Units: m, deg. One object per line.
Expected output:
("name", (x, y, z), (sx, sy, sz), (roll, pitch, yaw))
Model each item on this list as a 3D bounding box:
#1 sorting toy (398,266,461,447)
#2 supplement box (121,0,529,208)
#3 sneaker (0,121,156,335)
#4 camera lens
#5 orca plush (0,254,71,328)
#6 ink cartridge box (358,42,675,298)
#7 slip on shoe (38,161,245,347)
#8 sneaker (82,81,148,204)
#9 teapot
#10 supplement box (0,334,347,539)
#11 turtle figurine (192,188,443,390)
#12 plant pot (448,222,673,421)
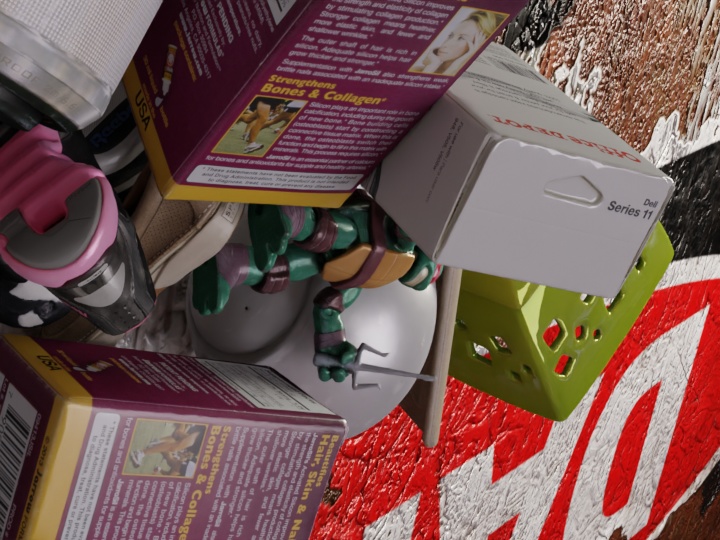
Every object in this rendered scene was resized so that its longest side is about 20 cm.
("sorting toy", (0.030, 0.007, 1.211), (0.036, 0.200, 0.187), (-8, 123, -23))
("supplement box", (-0.023, -0.131, 0.831), (0.130, 0.104, 0.200), (2, 146, -40))
("sneaker", (-0.162, -0.035, 0.853), (0.079, 0.201, 0.096), (-37, 132, 3))
("camera lens", (-0.161, -0.182, 0.771), (0.202, 0.159, 0.160), (-62, 151, -5))
("orca plush", (-0.238, -0.010, 0.844), (0.071, 0.105, 0.200), (-52, 148, -2))
("ink cartridge box", (0.068, -0.075, 0.935), (0.145, 0.200, 0.084), (11, 113, -33))
("slip on shoe", (-0.150, -0.006, 0.960), (0.060, 0.199, 0.077), (32, 46, -25))
("sneaker", (-0.106, -0.113, 0.988), (0.199, 0.073, 0.112), (-37, 165, -15))
("teapot", (-0.054, 0.023, 1.095), (0.145, 0.196, 0.203), (25, 52, -50))
("supplement box", (-0.127, 0.124, 0.943), (0.198, 0.103, 0.133), (11, 102, -38))
("turtle figurine", (0.000, 0.000, 0.988), (0.198, 0.101, 0.150), (9, 129, -38))
("plant pot", (0.127, -0.024, 1.341), (0.200, 0.199, 0.182), (-53, 143, -20))
